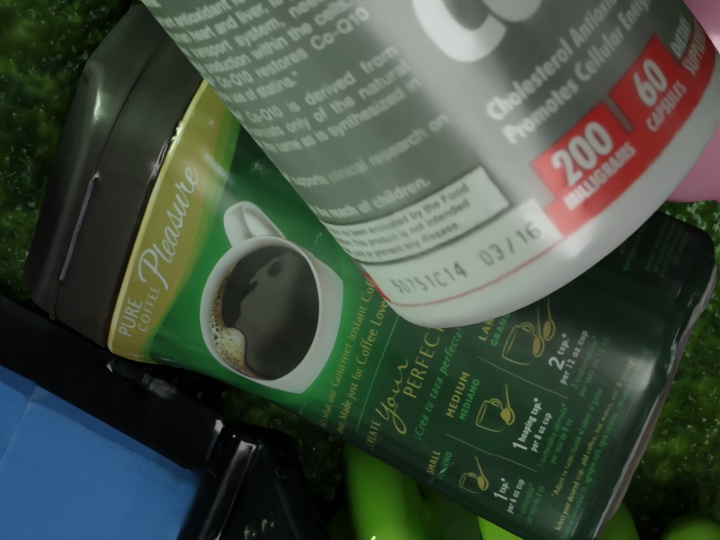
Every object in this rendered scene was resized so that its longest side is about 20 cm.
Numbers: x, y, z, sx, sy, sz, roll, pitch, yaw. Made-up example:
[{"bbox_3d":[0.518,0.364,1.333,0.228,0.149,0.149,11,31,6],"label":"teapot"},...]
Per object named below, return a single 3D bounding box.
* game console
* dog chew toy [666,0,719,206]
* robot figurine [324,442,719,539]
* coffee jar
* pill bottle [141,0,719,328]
[{"bbox_3d":[-0.100,0.138,0.951,0.116,0.176,0.201,14,114,-21],"label":"game console"},{"bbox_3d":[0.112,-0.071,0.898,0.199,0.125,0.125,18,116,-9],"label":"dog chew toy"},{"bbox_3d":[0.049,0.141,1.009,0.174,0.116,0.201,-17,121,3],"label":"robot figurine"},{"bbox_3d":[0.000,0.000,0.905,0.199,0.085,0.105,24,123,4],"label":"coffee jar"},{"bbox_3d":[-0.003,-0.093,0.780,0.114,0.114,0.200,-35,110,13],"label":"pill bottle"}]
